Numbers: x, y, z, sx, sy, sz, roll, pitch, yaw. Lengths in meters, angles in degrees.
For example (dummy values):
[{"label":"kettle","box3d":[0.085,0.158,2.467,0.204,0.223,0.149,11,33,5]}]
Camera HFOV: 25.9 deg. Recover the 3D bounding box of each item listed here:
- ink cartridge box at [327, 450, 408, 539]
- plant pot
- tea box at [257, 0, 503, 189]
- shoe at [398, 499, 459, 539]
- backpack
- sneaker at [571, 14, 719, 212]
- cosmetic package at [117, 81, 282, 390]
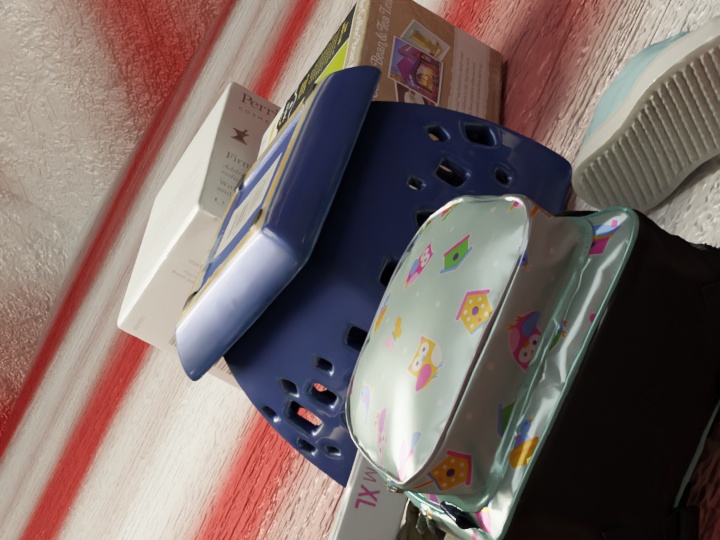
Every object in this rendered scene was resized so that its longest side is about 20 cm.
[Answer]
[{"label":"ink cartridge box","box3d":[-0.007,0.180,0.948,0.200,0.042,0.120,109,179,-59]},{"label":"plant pot","box3d":[0.000,0.000,1.022,0.200,0.179,0.201,-45,20,49]},{"label":"tea box","box3d":[0.006,-0.084,1.251,0.197,0.133,0.201,-51,19,38]},{"label":"shoe","box3d":[0.050,0.152,0.860,0.070,0.053,0.201,-38,28,55]},{"label":"backpack","box3d":[0.081,0.052,0.761,0.200,0.152,0.177,179,113,-79]},{"label":"sneaker","box3d":[0.179,-0.107,0.846,0.200,0.073,0.083,-37,32,55]},{"label":"cosmetic package","box3d":[-0.100,-0.026,1.430,0.167,0.166,0.201,-52,19,34]}]
